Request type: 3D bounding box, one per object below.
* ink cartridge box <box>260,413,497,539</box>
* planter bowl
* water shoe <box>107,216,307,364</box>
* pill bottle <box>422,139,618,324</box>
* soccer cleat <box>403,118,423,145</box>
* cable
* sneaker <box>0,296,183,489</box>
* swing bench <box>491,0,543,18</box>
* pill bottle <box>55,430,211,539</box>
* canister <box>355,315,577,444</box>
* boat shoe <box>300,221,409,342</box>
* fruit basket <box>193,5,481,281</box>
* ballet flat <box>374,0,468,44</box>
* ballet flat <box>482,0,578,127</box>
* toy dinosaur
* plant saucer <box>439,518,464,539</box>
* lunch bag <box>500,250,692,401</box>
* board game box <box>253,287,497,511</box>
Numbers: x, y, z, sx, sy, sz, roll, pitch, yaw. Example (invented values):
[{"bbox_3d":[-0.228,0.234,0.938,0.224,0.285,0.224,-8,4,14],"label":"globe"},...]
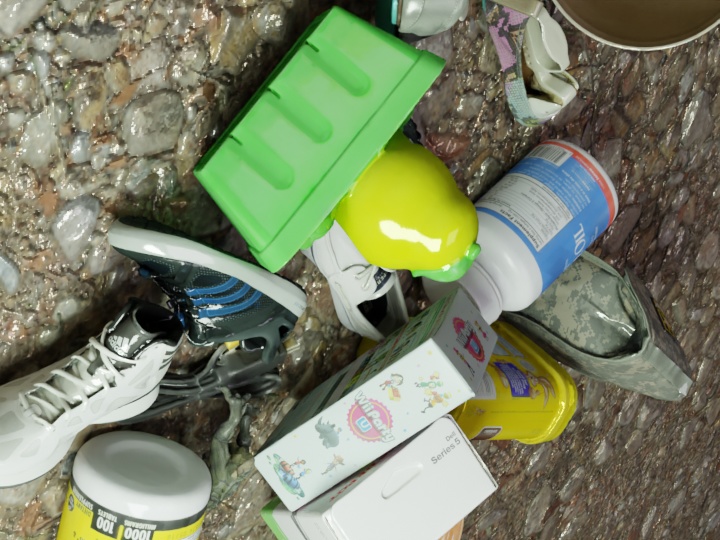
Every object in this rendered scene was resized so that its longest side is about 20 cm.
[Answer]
[{"bbox_3d":[0.011,0.205,1.222,0.145,0.200,0.084,-37,95,-20],"label":"ink cartridge box"},{"bbox_3d":[0.267,-0.308,1.253,0.135,0.199,0.202,-40,149,-70],"label":"planter bowl"},{"bbox_3d":[-0.120,0.021,1.060,0.199,0.071,0.079,25,89,-44],"label":"water shoe"},{"bbox_3d":[0.156,-0.031,1.355,0.200,0.112,0.113,-42,141,-23],"label":"pill bottle"},{"bbox_3d":[0.033,-0.102,1.197,0.200,0.067,0.082,30,77,-55],"label":"soccer cleat"},{"bbox_3d":[-0.133,0.086,1.159,0.199,0.050,0.097,-19,146,-28],"label":"cable"},{"bbox_3d":[-0.206,0.073,0.979,0.200,0.076,0.116,-29,159,-49],"label":"sneaker"},{"bbox_3d":[0.092,-0.330,1.055,0.200,0.129,0.200,12,104,-59],"label":"swing bench"},{"bbox_3d":[-0.195,0.243,1.109,0.112,0.112,0.201,-7,119,-49],"label":"pill bottle"},{"bbox_3d":[0.106,0.108,1.362,0.199,0.148,0.087,8,117,-51],"label":"canister"},{"bbox_3d":[0.000,0.000,1.221,0.072,0.066,0.201,-43,142,-23],"label":"boat shoe"},{"bbox_3d":[0.001,-0.072,1.031,0.214,0.155,0.218,-1,95,-11],"label":"fruit basket"},{"bbox_3d":[0.048,-0.201,1.045,0.200,0.063,0.068,-117,-150,-82],"label":"ballet flat"},{"bbox_3d":[0.169,-0.195,1.290,0.069,0.071,0.200,-49,144,-17],"label":"ballet flat"},{"bbox_3d":[-0.108,0.148,1.138,0.200,0.047,0.089,133,-31,-68],"label":"toy dinosaur"},{"bbox_3d":[0.009,0.238,1.353,0.199,0.037,0.202,2,86,-24],"label":"plant saucer"},{"bbox_3d":[0.263,0.058,1.476,0.118,0.199,0.164,-57,144,-3],"label":"lunch bag"},{"bbox_3d":[0.015,0.111,1.195,0.199,0.064,0.148,-37,-175,21],"label":"board game box"}]
